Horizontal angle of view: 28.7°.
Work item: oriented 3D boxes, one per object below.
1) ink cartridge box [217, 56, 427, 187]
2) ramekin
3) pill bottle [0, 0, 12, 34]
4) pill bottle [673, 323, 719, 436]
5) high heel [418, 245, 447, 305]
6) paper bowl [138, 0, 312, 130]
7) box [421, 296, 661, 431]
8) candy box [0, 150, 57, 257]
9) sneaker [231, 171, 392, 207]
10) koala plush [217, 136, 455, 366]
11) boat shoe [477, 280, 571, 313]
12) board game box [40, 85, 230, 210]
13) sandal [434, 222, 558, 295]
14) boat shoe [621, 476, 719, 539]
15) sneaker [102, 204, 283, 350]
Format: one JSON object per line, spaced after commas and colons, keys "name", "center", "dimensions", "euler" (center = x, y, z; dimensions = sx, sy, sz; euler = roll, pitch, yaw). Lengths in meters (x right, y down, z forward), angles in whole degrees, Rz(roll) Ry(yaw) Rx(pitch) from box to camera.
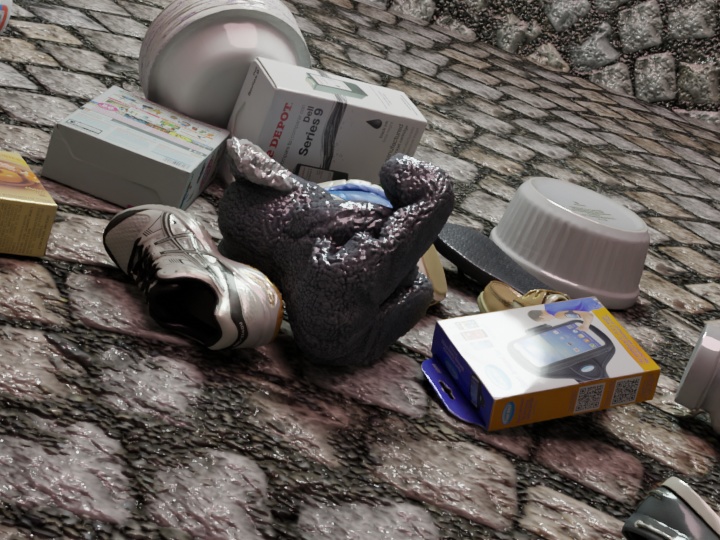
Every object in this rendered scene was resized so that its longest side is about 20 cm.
{"name": "ink cartridge box", "center": [-0.046, -0.142, 1.599], "dimensions": [0.198, 0.147, 0.084], "euler": [9, 28, -29]}
{"name": "ramekin", "center": [0.262, -0.040, 1.724], "dimensions": [0.200, 0.095, 0.203], "euler": [18, 18, -6]}
{"name": "pill bottle", "center": [-0.526, -0.332, 1.682], "dimensions": [0.112, 0.114, 0.199], "euler": [31, 20, 31]}
{"name": "pill bottle", "center": [0.416, 0.130, 1.380], "dimensions": [0.198, 0.114, 0.112], "euler": [24, 19, 11]}
{"name": "high heel", "center": [0.000, 0.000, 1.420], "dimensions": [0.141, 0.072, 0.200], "euler": [-14, -27, 21]}
{"name": "paper bowl", "center": [-0.151, -0.220, 1.626], "dimensions": [0.198, 0.202, 0.105], "euler": [10, 35, -29]}
{"name": "box", "center": [0.156, 0.082, 1.270], "dimensions": [0.197, 0.042, 0.119], "euler": [-6, 36, -25]}
{"name": "candy box", "center": [-0.371, -0.068, 1.194], "dimensions": [0.198, 0.056, 0.115], "euler": [6, 23, -36]}
{"name": "sneaker", "center": [-0.041, -0.051, 1.493], "dimensions": [0.197, 0.079, 0.090], "euler": [9, 31, -13]}
{"name": "koala plush", "center": [-0.048, -0.025, 1.247], "dimensions": [0.199, 0.179, 0.184], "euler": [30, 44, 20]}
{"name": "boat shoe", "center": [0.192, 0.055, 1.427], "dimensions": [0.073, 0.067, 0.200], "euler": [6, 23, -37]}
{"name": "board game box", "center": [-0.233, -0.126, 1.493], "dimensions": [0.146, 0.065, 0.200], "euler": [22, 20, 1]}
{"name": "sandal", "center": [0.153, 0.016, 1.553], "dimensions": [0.199, 0.043, 0.076], "euler": [38, 30, 19]}
{"name": "boat shoe", "center": [0.267, 0.238, 1.037], "dimensions": [0.061, 0.073, 0.200], "euler": [-30, 44, -8]}
{"name": "sneaker", "center": [-0.159, 0.003, 1.192], "dimensions": [0.199, 0.077, 0.087], "euler": [28, 24, 30]}
